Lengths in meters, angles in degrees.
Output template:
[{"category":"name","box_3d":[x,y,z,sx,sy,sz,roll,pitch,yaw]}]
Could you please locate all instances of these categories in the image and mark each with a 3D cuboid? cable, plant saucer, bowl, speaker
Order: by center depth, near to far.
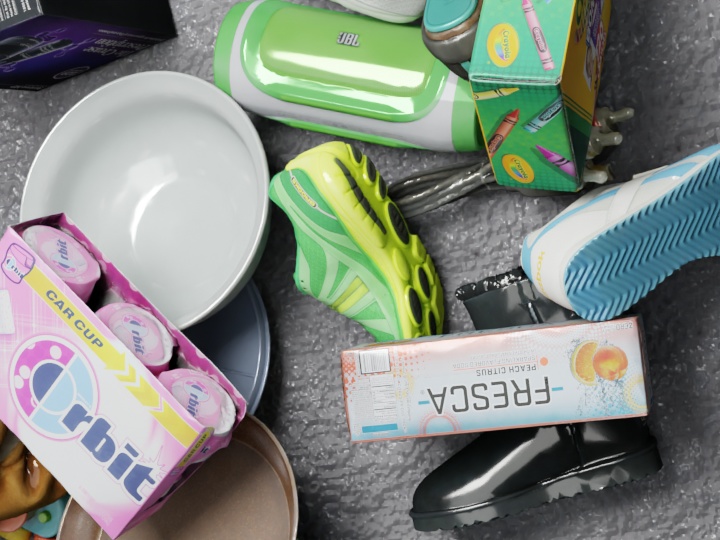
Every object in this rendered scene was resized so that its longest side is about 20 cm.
[{"category":"cable","box_3d":[0.100,-0.081,0.985,0.198,0.097,0.051,-2,129,35]},{"category":"plant saucer","box_3d":[-0.126,0.191,0.993,0.198,0.035,0.202,-12,59,21]},{"category":"speaker","box_3d":[-0.002,-0.140,1.007,0.198,0.088,0.089,13,99,18]},{"category":"bowl","box_3d":[-0.144,-0.038,1.046,0.199,0.090,0.203,-5,75,18]}]

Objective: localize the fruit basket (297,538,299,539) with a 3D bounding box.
[{"category":"fruit basket","box_3d":[-0.132,0.244,1.073,0.214,0.217,0.156,-25,125,19]}]

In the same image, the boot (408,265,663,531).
[{"category":"boot","box_3d":[0.108,0.084,0.994,0.196,0.073,0.164,-18,91,13]}]

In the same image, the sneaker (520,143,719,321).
[{"category":"sneaker","box_3d":[0.197,-0.038,0.925,0.198,0.081,0.077,-23,113,-18]}]

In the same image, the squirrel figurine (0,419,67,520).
[{"category":"squirrel figurine","box_3d":[-0.326,0.142,1.030,0.200,0.186,0.142,-47,68,21]}]

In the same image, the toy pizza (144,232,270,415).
[{"category":"toy pizza","box_3d":[-0.159,0.068,1.091,0.198,0.032,0.202,-5,75,17]}]

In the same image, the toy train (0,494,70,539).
[{"category":"toy train","box_3d":[-0.275,0.131,1.141,0.150,0.056,0.201,-32,84,19]}]

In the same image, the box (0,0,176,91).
[{"category":"box","box_3d":[-0.244,-0.190,1.027,0.140,0.200,0.080,-14,90,20]}]

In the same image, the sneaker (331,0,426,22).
[{"category":"sneaker","box_3d":[-0.030,-0.231,1.013,0.199,0.080,0.071,32,76,18]}]

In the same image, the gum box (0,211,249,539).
[{"category":"gum box","box_3d":[-0.181,0.073,0.957,0.200,0.066,0.114,45,115,9]}]

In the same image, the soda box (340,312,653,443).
[{"category":"soda box","box_3d":[0.090,0.071,0.931,0.198,0.068,0.064,-7,90,15]}]

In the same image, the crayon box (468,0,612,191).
[{"category":"crayon box","box_3d":[0.121,-0.168,0.897,0.058,0.119,0.202,5,64,18]}]

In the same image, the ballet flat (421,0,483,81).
[{"category":"ballet flat","box_3d":[0.081,-0.207,0.962,0.067,0.068,0.201,-10,49,32]}]

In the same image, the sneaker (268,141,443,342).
[{"category":"sneaker","box_3d":[0.000,0.000,1.007,0.083,0.074,0.201,-12,116,31]}]
